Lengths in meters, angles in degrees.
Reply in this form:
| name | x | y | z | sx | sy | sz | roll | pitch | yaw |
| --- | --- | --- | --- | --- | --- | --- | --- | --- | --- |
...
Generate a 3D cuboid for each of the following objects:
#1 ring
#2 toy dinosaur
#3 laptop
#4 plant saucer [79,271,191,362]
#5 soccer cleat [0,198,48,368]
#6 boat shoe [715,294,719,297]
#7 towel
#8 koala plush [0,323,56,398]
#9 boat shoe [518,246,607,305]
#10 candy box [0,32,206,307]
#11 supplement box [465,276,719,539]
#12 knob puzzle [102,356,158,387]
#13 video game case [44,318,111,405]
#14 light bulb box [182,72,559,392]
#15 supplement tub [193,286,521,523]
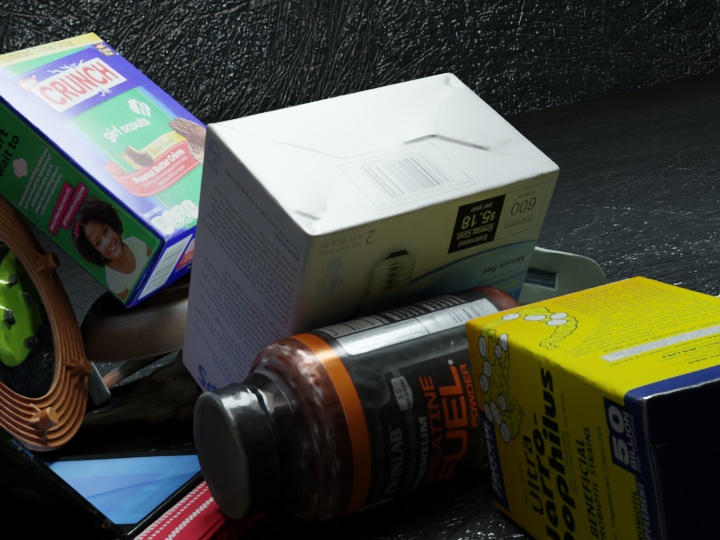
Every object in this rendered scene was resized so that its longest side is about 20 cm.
| name | x | y | z | sx | sy | sz | roll | pitch | yaw |
| --- | --- | --- | --- | --- | --- | --- | --- | --- | --- |
| ring | -0.236 | 0.023 | 0.869 | 0.019 | 0.203 | 0.200 | -24 | 7 | 12 |
| toy dinosaur | -0.159 | 0.101 | 1.005 | 0.100 | 0.059 | 0.199 | -22 | -2 | 33 |
| laptop | -0.205 | 0.101 | 0.748 | 0.175 | 0.201 | 0.104 | -7 | 49 | 27 |
| plant saucer | -0.131 | 0.018 | 1.004 | 0.197 | 0.033 | 0.200 | -15 | 15 | 4 |
| soccer cleat | -0.282 | -0.003 | 0.967 | 0.080 | 0.068 | 0.202 | -20 | 50 | 7 |
| boat shoe | 0.202 | 0.058 | 0.814 | 0.198 | 0.073 | 0.066 | -22 | -20 | 5 |
| towel | -0.146 | 0.148 | 0.774 | 0.197 | 0.023 | 0.144 | -7 | 13 | 26 |
| koala plush | -0.319 | 0.070 | 1.007 | 0.175 | 0.186 | 0.200 | -16 | 24 | -21 |
| boat shoe | 0.110 | 0.004 | 1.064 | 0.199 | 0.071 | 0.071 | 15 | -15 | -28 |
| candy box | -0.193 | -0.085 | 0.990 | 0.077 | 0.199 | 0.169 | -55 | -8 | 29 |
| supplement box | 0.140 | 0.079 | 0.620 | 0.108 | 0.111 | 0.200 | -12 | 10 | -14 |
| knob puzzle | -0.122 | 0.031 | 1.117 | 0.218 | 0.031 | 0.220 | -29 | 0 | 0 |
| video game case | -0.285 | 0.017 | 1.126 | 0.017 | 0.202 | 0.143 | -30 | 17 | -18 |
| light bulb box | 0.000 | 0.000 | 0.851 | 0.196 | 0.202 | 0.125 | -17 | 46 | -31 |
| supplement tub | 0.007 | 0.080 | 0.742 | 0.198 | 0.109 | 0.107 | -14 | 11 | -28 |
